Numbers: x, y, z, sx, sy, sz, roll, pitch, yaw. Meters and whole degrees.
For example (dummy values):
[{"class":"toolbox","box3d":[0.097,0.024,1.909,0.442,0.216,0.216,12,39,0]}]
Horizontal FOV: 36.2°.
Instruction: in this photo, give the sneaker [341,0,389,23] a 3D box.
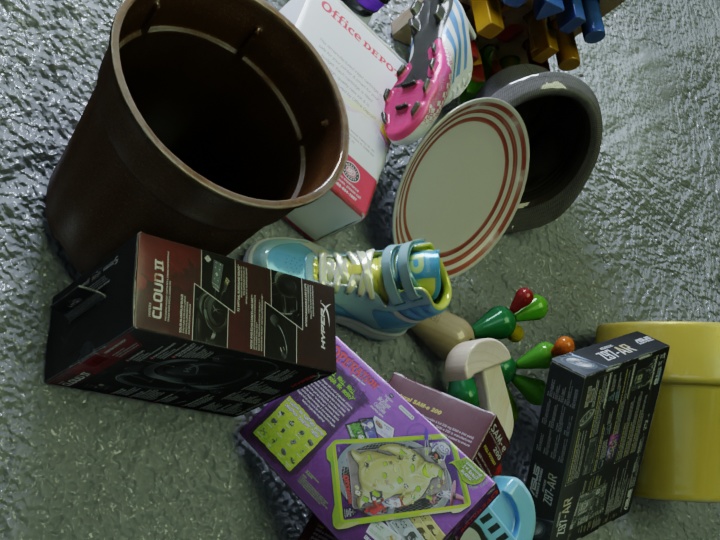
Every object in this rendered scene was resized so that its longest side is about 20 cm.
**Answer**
[{"class":"sneaker","box3d":[-0.032,-0.358,1.162,0.199,0.099,0.070,39,48,-23]}]

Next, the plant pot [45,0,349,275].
[{"class":"plant pot","box3d":[-0.143,-0.089,0.864,0.198,0.198,0.203,21,51,-28]}]

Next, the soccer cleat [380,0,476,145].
[{"class":"soccer cleat","box3d":[0.079,-0.192,1.101,0.086,0.069,0.202,42,49,-35]}]

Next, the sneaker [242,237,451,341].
[{"class":"sneaker","box3d":[0.000,0.000,1.013,0.198,0.130,0.081,16,62,-36]}]

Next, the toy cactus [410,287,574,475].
[{"class":"toy cactus","box3d":[0.124,0.090,1.113,0.164,0.102,0.202,32,73,-6]}]

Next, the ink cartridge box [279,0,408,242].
[{"class":"ink cartridge box","box3d":[-0.043,-0.154,1.074,0.147,0.085,0.202,39,48,-25]}]

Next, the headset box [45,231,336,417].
[{"class":"headset box","box3d":[-0.139,0.048,0.854,0.198,0.148,0.078,17,60,-35]}]

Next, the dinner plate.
[{"class":"dinner plate","box3d":[0.102,-0.084,1.144,0.198,0.024,0.203,-23,128,-32]}]

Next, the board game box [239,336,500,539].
[{"class":"board game box","box3d":[0.004,0.156,0.899,0.120,0.200,0.032,-45,146,-7]}]

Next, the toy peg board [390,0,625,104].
[{"class":"toy peg board","box3d":[0.173,-0.258,1.231,0.198,0.198,0.099,11,60,-38]}]

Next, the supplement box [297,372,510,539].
[{"class":"supplement box","box3d":[0.031,0.198,0.920,0.201,0.108,0.061,-58,145,-19]}]

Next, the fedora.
[{"class":"fedora","box3d":[0.178,-0.150,1.233,0.174,0.202,0.091,-9,44,-12]}]

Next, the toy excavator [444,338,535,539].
[{"class":"toy excavator","box3d":[0.108,0.193,1.017,0.195,0.099,0.200,51,59,-14]}]

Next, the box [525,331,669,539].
[{"class":"box","box3d":[0.240,0.175,1.133,0.159,0.043,0.203,-12,117,-43]}]

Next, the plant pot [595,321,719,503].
[{"class":"plant pot","box3d":[0.364,0.159,1.240,0.199,0.199,0.193,8,81,-39]}]
